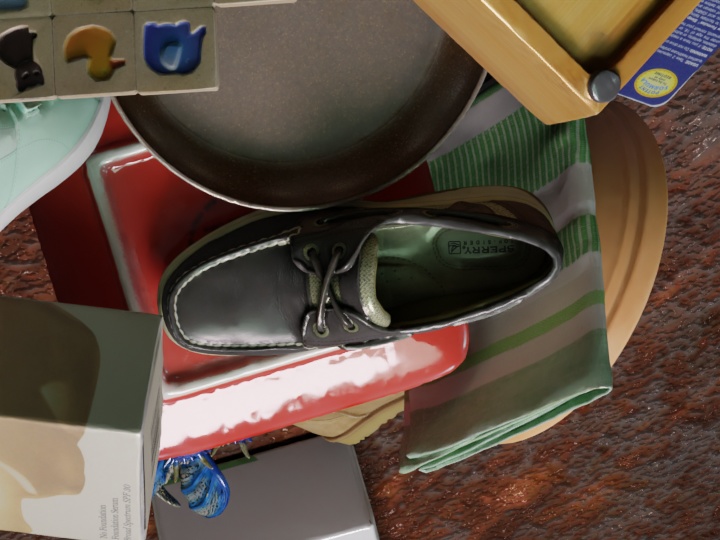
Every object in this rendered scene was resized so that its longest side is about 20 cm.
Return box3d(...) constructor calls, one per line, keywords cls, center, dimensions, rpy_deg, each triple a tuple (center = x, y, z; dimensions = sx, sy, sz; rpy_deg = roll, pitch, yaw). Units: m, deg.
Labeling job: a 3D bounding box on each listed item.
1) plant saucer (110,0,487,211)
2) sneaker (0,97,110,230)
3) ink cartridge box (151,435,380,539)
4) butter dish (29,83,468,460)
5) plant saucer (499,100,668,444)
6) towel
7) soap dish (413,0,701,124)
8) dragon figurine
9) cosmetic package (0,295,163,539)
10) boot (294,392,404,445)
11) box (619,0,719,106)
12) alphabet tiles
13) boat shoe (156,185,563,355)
box3d(cls="plant saucer", center=(-0.031, -0.129, 0.926), dimensions=(0.199, 0.032, 0.202), rpy_deg=(-4, 105, -14))
box3d(cls="sneaker", center=(-0.171, -0.088, 0.881), dimensions=(0.073, 0.201, 0.119), rpy_deg=(15, 135, 15))
box3d(cls="ink cartridge box", center=(-0.055, 0.213, 1.388), dimensions=(0.144, 0.088, 0.201), rpy_deg=(-16, 142, -2))
box3d(cls="butter dish", center=(-0.064, -0.024, 1.041), dimensions=(0.199, 0.148, 0.201), rpy_deg=(-16, 100, -3))
box3d(cls="plant saucer", center=(0.087, -0.006, 1.072), dimensions=(0.037, 0.201, 0.200), rpy_deg=(22, 129, -29))
box3d(cls="towel", center=(0.066, -0.007, 1.033), dimensions=(0.023, 0.201, 0.152), rpy_deg=(19, 147, -35))
box3d(cls="soap dish", center=(0.109, -0.179, 0.881), dimensions=(0.200, 0.081, 0.157), rpy_deg=(-48, 121, 4))
box3d(cls="dragon figurine", center=(-0.108, 0.110, 1.131), dimensions=(0.058, 0.100, 0.201), rpy_deg=(3, 140, -18))
box3d(cls="cosmetic package", center=(-0.195, 0.065, 0.928), dimensions=(0.198, 0.071, 0.106), rpy_deg=(6, 141, 0))
box3d(cls="boot", center=(-0.046, 0.042, 1.189), dimensions=(0.199, 0.066, 0.175), rpy_deg=(16, 132, -35))
box3d(cls="box", center=(0.176, -0.173, 1.029), dimensions=(0.121, 0.033, 0.200), rpy_deg=(14, 133, -35))
box3d(cls="alphabet tiles", center=(-0.126, -0.152, 0.798), dimensions=(0.198, 0.168, 0.008), rpy_deg=(-3, 174, 3))
box3d(cls="boat shoe", center=(0.001, 0.001, 0.943), dimensions=(0.199, 0.066, 0.072), rpy_deg=(-10, 100, -5))
